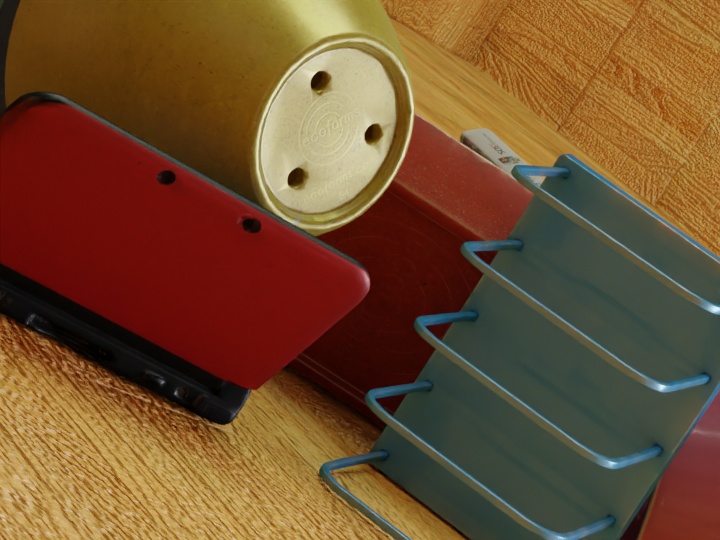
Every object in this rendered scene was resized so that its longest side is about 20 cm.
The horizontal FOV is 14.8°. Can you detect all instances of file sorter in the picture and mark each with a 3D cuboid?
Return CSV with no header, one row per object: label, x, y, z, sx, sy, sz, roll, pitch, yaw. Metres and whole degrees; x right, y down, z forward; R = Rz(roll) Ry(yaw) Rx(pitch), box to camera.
file sorter,0.091,0.060,1.425,0.139,0.200,0.123,36,13,17

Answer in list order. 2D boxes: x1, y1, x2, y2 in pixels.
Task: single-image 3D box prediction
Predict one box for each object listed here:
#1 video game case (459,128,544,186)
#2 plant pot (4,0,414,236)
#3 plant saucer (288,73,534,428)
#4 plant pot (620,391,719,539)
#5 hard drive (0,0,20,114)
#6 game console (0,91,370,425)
video game case,0.101,0.039,1.649,0.024,0.201,0.182,-10,26,-17
plant pot,-0.055,-0.090,1.380,0.200,0.200,0.142,24,3,-45
plant saucer,0.016,0.008,1.554,0.200,0.200,0.037,33,41,-4
plant pot,0.235,0.150,1.536,0.178,0.201,0.200,18,10,-2
hard drive,-0.201,-0.161,1.583,0.140,0.200,0.038,33,-17,4
game console,-0.121,-0.022,1.356,0.200,0.119,0.172,30,10,-25
